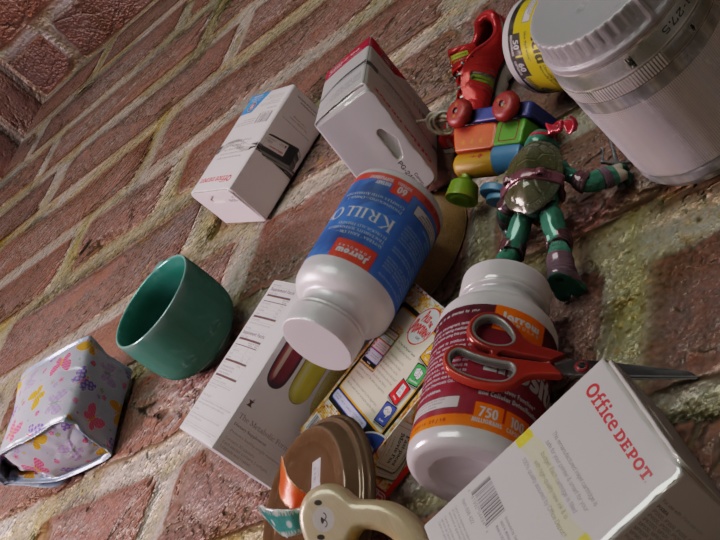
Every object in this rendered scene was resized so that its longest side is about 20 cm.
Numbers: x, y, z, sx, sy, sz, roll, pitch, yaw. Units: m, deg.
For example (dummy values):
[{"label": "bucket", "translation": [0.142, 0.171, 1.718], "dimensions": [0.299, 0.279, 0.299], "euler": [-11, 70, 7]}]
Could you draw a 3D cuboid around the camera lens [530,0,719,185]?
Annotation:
[{"label": "camera lens", "translation": [0.265, -0.187, 1.020], "dimensions": [0.159, 0.199, 0.161], "euler": [-37, 29, 25]}]

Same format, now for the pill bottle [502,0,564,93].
[{"label": "pill bottle", "translation": [0.251, -0.254, 1.225], "dimensions": [0.199, 0.111, 0.112], "euler": [0, 55, 58]}]

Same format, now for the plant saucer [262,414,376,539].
[{"label": "plant saucer", "translation": [-0.046, 0.235, 1.107], "dimensions": [0.200, 0.029, 0.203], "euler": [-43, 39, 47]}]

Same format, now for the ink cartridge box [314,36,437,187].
[{"label": "ink cartridge box", "translation": [0.023, -0.180, 1.413], "dimensions": [0.083, 0.146, 0.201], "euler": [-34, 20, 19]}]

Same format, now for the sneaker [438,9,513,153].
[{"label": "sneaker", "translation": [0.132, -0.232, 1.414], "dimensions": [0.076, 0.085, 0.202], "euler": [-11, 47, 53]}]

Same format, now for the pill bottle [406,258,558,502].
[{"label": "pill bottle", "translation": [0.112, 0.094, 1.011], "dimensions": [0.112, 0.113, 0.202], "euler": [-24, 38, 41]}]

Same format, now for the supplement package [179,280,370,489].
[{"label": "supplement package", "translation": [-0.089, 0.127, 1.286], "dimensions": [0.202, 0.113, 0.109], "euler": [-58, 26, -12]}]

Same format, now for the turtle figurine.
[{"label": "turtle figurine", "translation": [0.179, -0.066, 1.131], "dimensions": [0.149, 0.100, 0.203], "euler": [-21, 45, 45]}]

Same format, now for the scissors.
[{"label": "scissors", "translation": [0.164, 0.083, 0.929], "dimensions": [0.197, 0.014, 0.074], "euler": [17, 53, 21]}]

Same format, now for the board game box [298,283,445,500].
[{"label": "board game box", "translation": [0.035, 0.124, 1.169], "dimensions": [0.201, 0.046, 0.151], "euler": [-51, 26, 1]}]

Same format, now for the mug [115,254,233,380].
[{"label": "mug", "translation": [-0.243, 0.061, 1.611], "dimensions": [0.151, 0.114, 0.187], "euler": [-23, 37, 44]}]

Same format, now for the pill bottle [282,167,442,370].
[{"label": "pill bottle", "translation": [0.000, 0.000, 1.209], "dimensions": [0.111, 0.112, 0.202], "euler": [-15, 37, 49]}]

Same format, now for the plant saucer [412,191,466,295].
[{"label": "plant saucer", "translation": [0.039, -0.020, 1.354], "dimensions": [0.199, 0.035, 0.202], "euler": [-38, 29, 25]}]

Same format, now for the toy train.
[{"label": "toy train", "translation": [0.120, -0.123, 1.298], "dimensions": [0.198, 0.084, 0.118], "euler": [-1, 68, 49]}]

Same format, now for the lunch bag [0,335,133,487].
[{"label": "lunch bag", "translation": [-0.452, 0.221, 1.735], "dimensions": [0.198, 0.127, 0.171], "euler": [-26, 37, 24]}]

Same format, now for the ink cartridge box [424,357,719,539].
[{"label": "ink cartridge box", "translation": [0.158, 0.188, 0.854], "dimensions": [0.200, 0.083, 0.146], "euler": [-45, 28, 12]}]

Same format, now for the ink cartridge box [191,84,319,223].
[{"label": "ink cartridge box", "translation": [-0.158, -0.178, 1.805], "dimensions": [0.144, 0.084, 0.202], "euler": [0, 55, 58]}]

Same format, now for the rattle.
[{"label": "rattle", "translation": [-0.033, 0.235, 0.958], "dimensions": [0.142, 0.200, 0.131], "euler": [-15, -37, -57]}]
